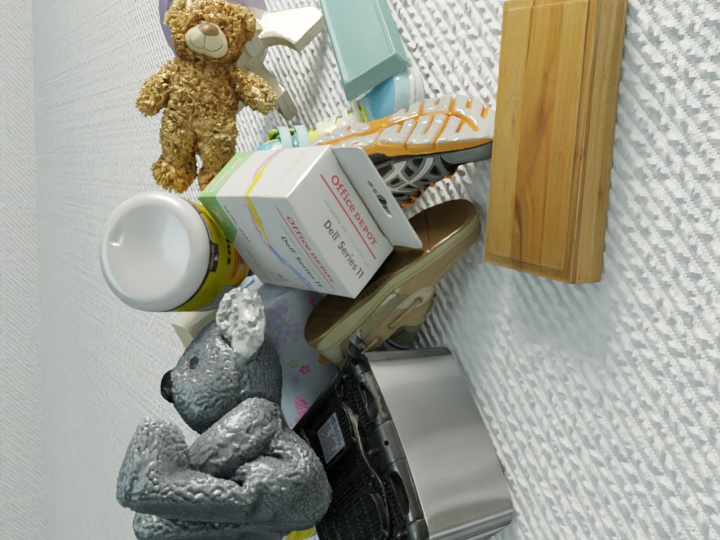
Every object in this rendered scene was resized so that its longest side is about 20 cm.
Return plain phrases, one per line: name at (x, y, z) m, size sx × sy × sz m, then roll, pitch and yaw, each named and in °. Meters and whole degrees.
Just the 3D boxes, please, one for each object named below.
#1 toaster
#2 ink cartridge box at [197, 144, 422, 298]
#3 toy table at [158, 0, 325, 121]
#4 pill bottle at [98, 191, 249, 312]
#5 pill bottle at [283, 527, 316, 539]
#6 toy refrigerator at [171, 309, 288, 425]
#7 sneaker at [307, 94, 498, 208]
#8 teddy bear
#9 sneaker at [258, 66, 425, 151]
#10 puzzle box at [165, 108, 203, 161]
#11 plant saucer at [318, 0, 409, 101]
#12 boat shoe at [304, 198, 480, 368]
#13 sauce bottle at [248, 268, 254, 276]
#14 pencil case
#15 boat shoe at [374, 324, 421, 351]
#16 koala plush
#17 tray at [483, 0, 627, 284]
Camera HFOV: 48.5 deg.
toaster at (0.030, 0.180, 0.735) m, size 0.201 × 0.116 × 0.184 m, roll -54°, pitch 50°, yaw 46°
ink cartridge box at (-0.049, -0.043, 0.714) m, size 0.198 × 0.068 × 0.118 m, roll 6°, pitch 138°, yaw 52°
toy table at (-0.139, -0.259, 0.922) m, size 0.117 × 0.199 × 0.185 m, roll 44°, pitch 97°, yaw 24°
pill bottle at (-0.178, -0.014, 0.817) m, size 0.200 × 0.106 × 0.113 m, roll 18°, pitch -113°, yaw -82°
pill bottle at (-0.116, 0.255, 0.883) m, size 0.108 × 0.196 × 0.113 m, roll 9°, pitch 102°, yaw 51°
toy refrigerator at (-0.145, 0.130, 0.974) m, size 0.069 × 0.075 × 0.203 m, roll 8°, pitch 129°, yaw 57°
sneaker at (0.042, -0.097, 0.711) m, size 0.196 × 0.079 × 0.078 m, roll -6°, pitch 124°, yaw 33°
teddy bear at (-0.159, -0.170, 0.806) m, size 0.143 × 0.067 × 0.204 m, roll 29°, pitch 106°, yaw 9°
sneaker at (-0.027, -0.127, 0.785) m, size 0.201 × 0.127 × 0.081 m, roll -52°, pitch 41°, yaw 46°
puzzle box at (-0.165, -0.129, 0.961) m, size 0.201 × 0.025 × 0.134 m, roll 53°, pitch -179°, yaw -37°
plant saucer at (-0.007, -0.257, 0.789) m, size 0.069 × 0.019 × 0.204 m, roll -27°, pitch 54°, yaw 18°
boat shoe at (0.037, 0.014, 0.730) m, size 0.199 × 0.064 × 0.072 m, roll -39°, pitch 28°, yaw 20°
sauce bottle at (-0.136, -0.019, 0.998) m, size 0.200 × 0.064 × 0.068 m, roll -130°, pitch 45°, yaw -63°
pencil case at (-0.067, 0.095, 0.850) m, size 0.088 × 0.084 × 0.204 m, roll -12°, pitch 114°, yaw 20°
boat shoe at (0.000, 0.000, 0.823) m, size 0.201 × 0.071 × 0.062 m, roll 52°, pitch 119°, yaw 25°
koala plush at (-0.117, 0.133, 0.736) m, size 0.179 × 0.178 × 0.205 m, roll 105°, pitch 164°, yaw -57°
tray at (0.143, -0.100, 0.605) m, size 0.098 × 0.036 × 0.206 m, roll 18°, pitch 108°, yaw 57°
